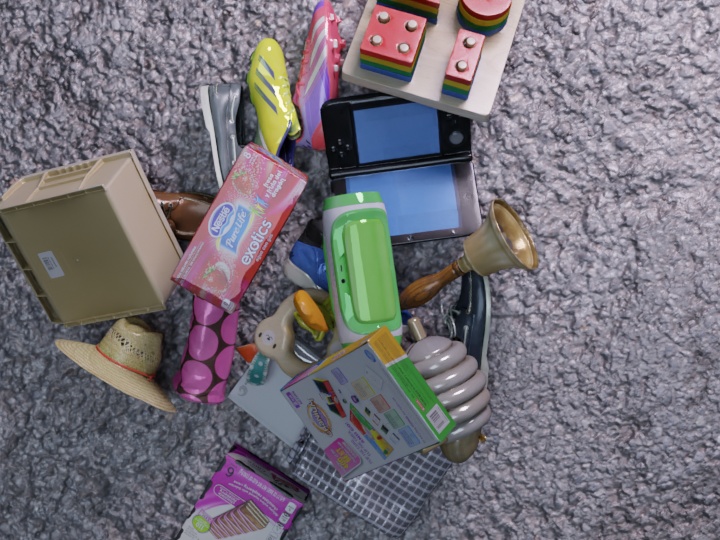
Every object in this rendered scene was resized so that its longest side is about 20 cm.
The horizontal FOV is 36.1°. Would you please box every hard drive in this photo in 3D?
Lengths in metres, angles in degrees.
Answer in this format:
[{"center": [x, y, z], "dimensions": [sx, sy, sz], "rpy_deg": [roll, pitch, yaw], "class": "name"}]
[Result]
[{"center": [-0.074, 0.190, 1.582], "dimensions": [0.199, 0.027, 0.132], "rpy_deg": [38, 101, 2], "class": "hard drive"}]

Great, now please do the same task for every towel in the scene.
[{"center": [0.015, 0.254, 1.524], "dimensions": [0.199, 0.086, 0.166], "rpy_deg": [32, 100, -8], "class": "towel"}]

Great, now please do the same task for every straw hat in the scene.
[{"center": [-0.315, 0.111, 1.528], "dimensions": [0.200, 0.201, 0.086], "rpy_deg": [31, 87, 3], "class": "straw hat"}]

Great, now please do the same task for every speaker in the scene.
[{"center": [0.002, 0.004, 1.419], "dimensions": [0.088, 0.088, 0.202], "rpy_deg": [-8, 88, 9], "class": "speaker"}]

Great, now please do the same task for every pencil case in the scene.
[{"center": [-0.213, 0.083, 1.560], "dimensions": [0.090, 0.093, 0.202], "rpy_deg": [7, 101, -38], "class": "pencil case"}]

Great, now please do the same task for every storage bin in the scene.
[{"center": [-0.368, -0.037, 1.510], "dimensions": [0.197, 0.094, 0.201], "rpy_deg": [-10, 121, 21], "class": "storage bin"}]

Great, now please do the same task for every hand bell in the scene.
[{"center": [0.125, 0.001, 1.460], "dimensions": [0.199, 0.104, 0.105], "rpy_deg": [-33, 92, 26], "class": "hand bell"}]

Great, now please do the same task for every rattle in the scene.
[{"center": [-0.115, 0.097, 1.474], "dimensions": [0.198, 0.143, 0.131], "rpy_deg": [-12, 95, 25], "class": "rattle"}]

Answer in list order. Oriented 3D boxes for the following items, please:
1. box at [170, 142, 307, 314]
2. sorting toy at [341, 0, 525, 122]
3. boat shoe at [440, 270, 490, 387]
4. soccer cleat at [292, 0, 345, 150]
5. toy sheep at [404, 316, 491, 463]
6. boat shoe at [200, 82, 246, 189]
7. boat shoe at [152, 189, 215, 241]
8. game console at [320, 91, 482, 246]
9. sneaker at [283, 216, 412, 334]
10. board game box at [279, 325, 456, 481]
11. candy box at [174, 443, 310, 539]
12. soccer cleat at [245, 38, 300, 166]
[{"center": [-0.156, -0.057, 1.438], "dimensions": [0.095, 0.100, 0.201], "rpy_deg": [30, 97, -6], "class": "box"}, {"center": [0.099, -0.318, 1.428], "dimensions": [0.198, 0.070, 0.200], "rpy_deg": [17, 69, 6], "class": "sorting toy"}, {"center": [0.143, 0.081, 1.518], "dimensions": [0.061, 0.075, 0.202], "rpy_deg": [-1, 106, -3], "class": "boat shoe"}, {"center": [-0.060, -0.264, 1.507], "dimensions": [0.076, 0.067, 0.202], "rpy_deg": [-1, 100, 12], "class": "soccer cleat"}, {"center": [0.102, 0.157, 1.446], "dimensions": [0.137, 0.138, 0.202], "rpy_deg": [-19, 98, 10], "class": "toy sheep"}, {"center": [-0.171, -0.161, 1.528], "dimensions": [0.061, 0.073, 0.202], "rpy_deg": [-12, 95, 1], "class": "boat shoe"}, {"center": [-0.279, -0.077, 1.555], "dimensions": [0.198, 0.068, 0.073], "rpy_deg": [5, 98, 7], "class": "boat shoe"}, {"center": [0.055, -0.136, 1.460], "dimensions": [0.198, 0.119, 0.172], "rpy_deg": [-8, 131, 0], "class": "game console"}, {"center": [0.000, 0.000, 1.522], "dimensions": [0.199, 0.077, 0.112], "rpy_deg": [31, 110, 10], "class": "sneaker"}, {"center": [0.005, 0.172, 1.393], "dimensions": [0.200, 0.040, 0.154], "rpy_deg": [-31, 96, 46], "class": "board game box"}, {"center": [-0.182, 0.374, 1.603], "dimensions": [0.136, 0.061, 0.201], "rpy_deg": [31, 101, 2], "class": "candy box"}, {"center": [-0.110, -0.214, 1.503], "dimensions": [0.083, 0.064, 0.202], "rpy_deg": [3, 94, 35], "class": "soccer cleat"}]
